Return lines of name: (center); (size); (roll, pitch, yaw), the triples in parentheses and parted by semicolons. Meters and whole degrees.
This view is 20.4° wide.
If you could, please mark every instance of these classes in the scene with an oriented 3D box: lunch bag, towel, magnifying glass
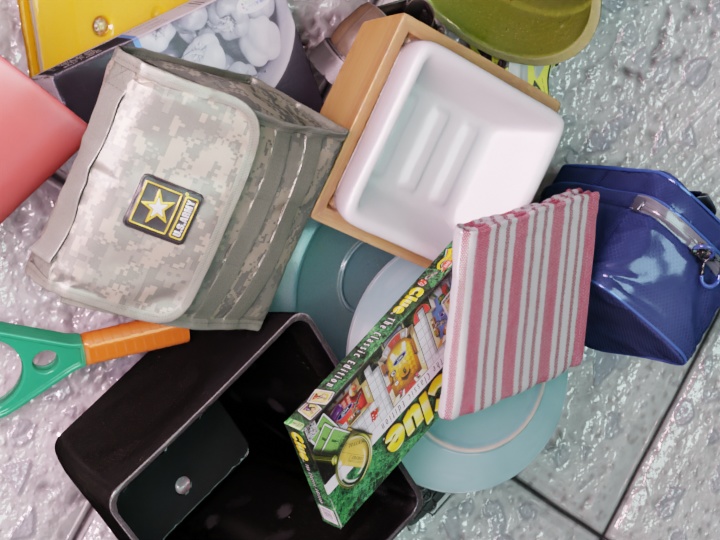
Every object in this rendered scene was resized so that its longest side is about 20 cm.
lunch bag: (0.227, -0.015, 1.675); (0.136, 0.200, 0.133); (40, 75, -28)
lunch bag: (-0.121, -0.053, 1.330); (0.200, 0.117, 0.165); (6, 112, -58)
towel: (0.117, 0.021, 1.499); (0.199, 0.030, 0.148); (-17, 116, -52)
magnifying glass: (-0.222, 0.061, 1.455); (0.198, 0.022, 0.080); (-12, 124, -13)

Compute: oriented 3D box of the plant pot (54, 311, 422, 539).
plant pot: (-0.111, 0.153, 1.490); (0.200, 0.177, 0.200); (-45, 121, -22)

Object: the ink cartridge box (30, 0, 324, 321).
ink cartridge box: (-0.115, -0.091, 1.470); (0.197, 0.043, 0.201); (-30, 111, -24)

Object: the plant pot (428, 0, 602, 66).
plant pot: (0.151, -0.299, 1.586); (0.190, 0.199, 0.201); (-49, 123, -31)

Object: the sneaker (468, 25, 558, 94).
sneaker: (0.125, -0.103, 1.662); (0.076, 0.075, 0.202); (7, 98, -35)

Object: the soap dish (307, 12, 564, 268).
soap dish: (0.049, -0.088, 1.473); (0.199, 0.081, 0.158); (22, 94, -47)

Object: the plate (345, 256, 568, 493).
plate: (0.082, 0.073, 1.559); (0.199, 0.026, 0.202); (2, 87, -26)

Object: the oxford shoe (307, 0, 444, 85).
oxford shoe: (0.041, -0.165, 1.547); (0.085, 0.073, 0.200); (-49, 162, 14)

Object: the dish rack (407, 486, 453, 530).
dish rack: (0.070, 0.127, 1.653); (0.153, 0.054, 0.201); (-47, 144, -20)

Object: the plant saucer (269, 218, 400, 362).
plant saucer: (0.000, 0.000, 1.548); (0.199, 0.027, 0.202); (-21, 122, -37)

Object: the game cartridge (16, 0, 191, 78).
game cartridge: (-0.156, -0.191, 1.479); (0.199, 0.032, 0.178); (-17, 109, -33)

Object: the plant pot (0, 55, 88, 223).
plant pot: (-0.304, -0.084, 1.310); (0.200, 0.200, 0.178); (39, 87, -34)

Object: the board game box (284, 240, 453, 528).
board game box: (0.027, 0.081, 1.444); (0.200, 0.023, 0.105); (-47, 139, -29)
